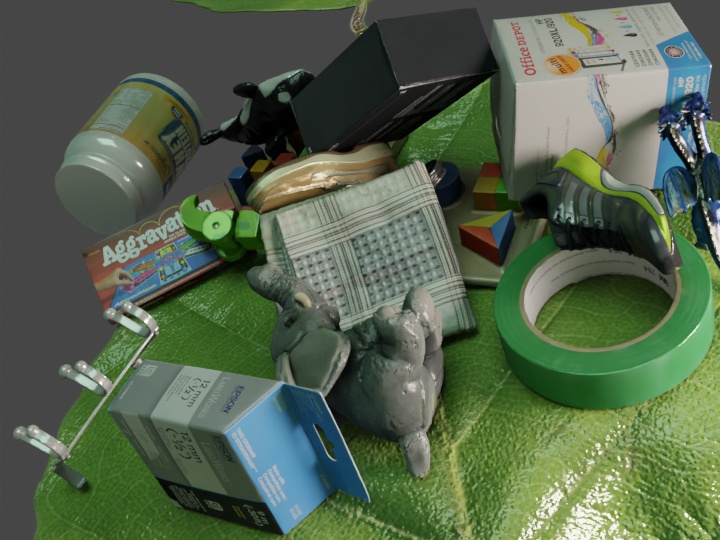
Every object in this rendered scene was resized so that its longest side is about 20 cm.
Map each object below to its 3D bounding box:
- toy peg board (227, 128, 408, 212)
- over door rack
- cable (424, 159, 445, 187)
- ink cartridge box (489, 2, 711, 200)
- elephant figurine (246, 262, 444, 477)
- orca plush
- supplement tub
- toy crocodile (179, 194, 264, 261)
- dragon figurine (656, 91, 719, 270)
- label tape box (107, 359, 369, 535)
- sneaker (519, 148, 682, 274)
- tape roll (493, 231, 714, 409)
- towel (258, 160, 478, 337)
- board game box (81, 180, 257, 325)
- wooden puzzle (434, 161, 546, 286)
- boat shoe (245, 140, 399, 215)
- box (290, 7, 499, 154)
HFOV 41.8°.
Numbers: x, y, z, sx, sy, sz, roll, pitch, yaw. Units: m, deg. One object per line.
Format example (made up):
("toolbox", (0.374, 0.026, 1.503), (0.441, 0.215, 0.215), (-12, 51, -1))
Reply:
("toy peg board", (-0.072, -0.156, 1.211), (0.196, 0.099, 0.201), (6, 46, 31))
("over door rack", (-0.257, 0.119, 0.900), (0.066, 0.200, 0.149), (33, 67, 2))
("cable", (0.019, -0.040, 1.045), (0.199, 0.051, 0.097), (-42, 10, -6))
("ink cartridge box", (0.245, -0.181, 1.009), (0.196, 0.146, 0.149), (-5, 40, 1))
("elephant figurine", (-0.026, 0.086, 0.886), (0.196, 0.144, 0.156), (-1, 28, 17))
("orca plush", (-0.125, -0.176, 1.158), (0.197, 0.105, 0.072), (-12, 67, 34))
("supplement tub", (-0.317, -0.160, 1.302), (0.142, 0.146, 0.202), (0, 44, 26))
("toy crocodile", (-0.121, -0.048, 1.111), (0.196, 0.068, 0.063), (5, 70, 15))
("dragon figurine", (0.324, -0.072, 0.895), (0.058, 0.099, 0.203), (-19, 51, 34))
("label tape box", (-0.105, 0.160, 0.824), (0.197, 0.145, 0.066), (7, 45, 33))
("sneaker", (0.224, -0.042, 0.884), (0.080, 0.074, 0.200), (-34, 32, -4))
("tape roll", (0.225, 0.035, 0.879), (0.197, 0.049, 0.202), (-14, 39, 12))
("towel", (0.000, 0.000, 0.971), (0.197, 0.035, 0.196), (-19, 74, 8))
("board game box", (-0.237, -0.024, 1.166), (0.198, 0.019, 0.104), (-27, 69, -4))
("wooden puzzle", (0.111, -0.063, 1.052), (0.197, 0.047, 0.187), (1, 45, 28))
("boat shoe", (-0.032, -0.089, 1.059), (0.198, 0.072, 0.077), (-20, 77, -29))
("box", (0.032, -0.201, 1.031), (0.140, 0.080, 0.199), (-20, -4, -34))
